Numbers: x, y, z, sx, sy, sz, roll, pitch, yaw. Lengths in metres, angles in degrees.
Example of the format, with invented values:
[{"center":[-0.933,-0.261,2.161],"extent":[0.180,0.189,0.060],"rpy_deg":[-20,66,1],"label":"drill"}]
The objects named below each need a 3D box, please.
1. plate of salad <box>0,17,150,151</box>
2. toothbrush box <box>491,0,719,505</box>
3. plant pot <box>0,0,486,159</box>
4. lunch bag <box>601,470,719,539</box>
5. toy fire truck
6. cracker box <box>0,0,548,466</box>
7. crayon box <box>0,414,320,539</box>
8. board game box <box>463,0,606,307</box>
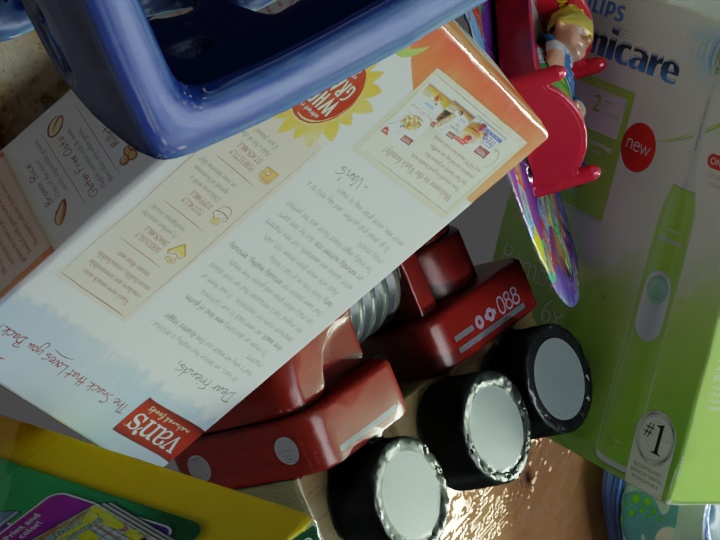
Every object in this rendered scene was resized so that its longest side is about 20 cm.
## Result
[{"center":[-0.073,-0.089,1.027],"extent":[0.200,0.048,0.200],"rpy_deg":[-16,112,-48],"label":"plate of salad"},{"center":[0.139,-0.016,1.201],"extent":[0.086,0.146,0.200],"rpy_deg":[5,106,-39],"label":"toothbrush box"},{"center":[-0.043,-0.170,0.792],"extent":[0.200,0.180,0.200],"rpy_deg":[-29,112,-20],"label":"plant pot"},{"center":[0.206,0.105,1.400],"extent":[0.200,0.082,0.161],"rpy_deg":[-44,132,-35],"label":"lunch bag"},{"center":[0.000,0.000,1.105],"extent":[0.176,0.129,0.200],"rpy_deg":[-33,104,-48],"label":"toy fire truck"},{"center":[-0.048,-0.028,0.985],"extent":[0.200,0.058,0.134],"rpy_deg":[-41,144,7],"label":"cracker box"},{"center":[-0.136,0.134,0.908],"extent":[0.200,0.172,0.058],"rpy_deg":[-38,128,-39],"label":"crayon box"},{"center":[0.076,-0.087,1.127],"extent":[0.158,0.039,0.200],"rpy_deg":[38,37,-73],"label":"board game box"}]
